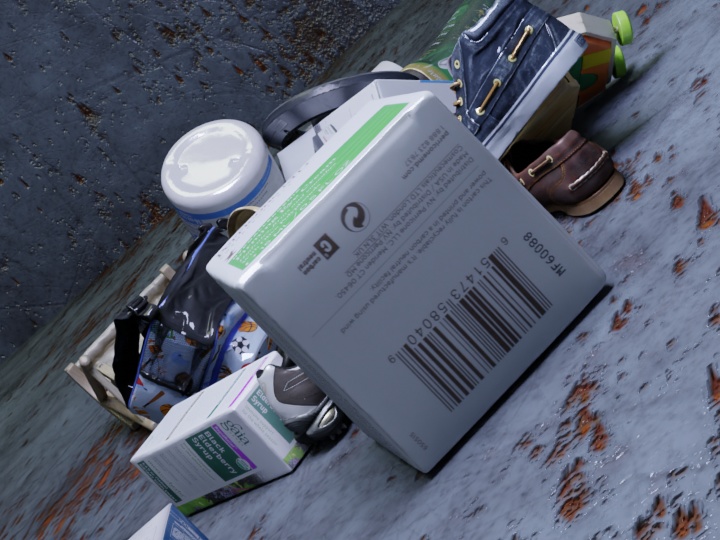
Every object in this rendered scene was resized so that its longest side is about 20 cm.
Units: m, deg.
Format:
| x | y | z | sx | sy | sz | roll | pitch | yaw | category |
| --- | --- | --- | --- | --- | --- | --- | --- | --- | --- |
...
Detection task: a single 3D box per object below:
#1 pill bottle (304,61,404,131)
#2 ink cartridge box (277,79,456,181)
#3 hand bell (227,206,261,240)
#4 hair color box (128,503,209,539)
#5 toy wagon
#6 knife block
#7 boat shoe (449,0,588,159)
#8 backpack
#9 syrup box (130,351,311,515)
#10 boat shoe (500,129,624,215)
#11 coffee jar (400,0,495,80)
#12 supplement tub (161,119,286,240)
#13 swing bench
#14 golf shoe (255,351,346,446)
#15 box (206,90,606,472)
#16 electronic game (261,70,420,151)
| x | y | z | sx | sy | sz | roll | pitch | yaw | category |
| --- | --- | --- | --- | --- | --- | --- | --- | --- | --- |
| -0.003 | -0.179 | 2.061 | 0.200 | 0.116 | 0.116 | -47 | 12 | -14 | pill bottle |
| 0.023 | -0.141 | 1.774 | 0.145 | 0.084 | 0.200 | -6 | -17 | -39 | ink cartridge box |
| -0.007 | -0.061 | 1.304 | 0.200 | 0.104 | 0.104 | -39 | 8 | -30 | hand bell |
| -0.176 | 0.276 | 1.227 | 0.100 | 0.061 | 0.200 | -42 | 12 | 10 | hair color box |
| 0.185 | -0.188 | 1.502 | 0.155 | 0.040 | 0.200 | -15 | -21 | 0 | toy wagon |
| 0.110 | -0.112 | 1.425 | 0.175 | 0.064 | 0.200 | -33 | -17 | -9 | knife block |
| 0.103 | -0.147 | 1.332 | 0.200 | 0.091 | 0.071 | -52 | -3 | 19 | boat shoe |
| -0.163 | 0.077 | 1.602 | 0.191 | 0.154 | 0.200 | -60 | -4 | 39 | backpack |
| -0.121 | 0.153 | 1.416 | 0.200 | 0.079 | 0.081 | -29 | 19 | 50 | syrup box |
| 0.159 | -0.087 | 1.335 | 0.070 | 0.070 | 0.200 | -49 | 12 | -16 | boat shoe |
| 0.121 | -0.253 | 1.930 | 0.200 | 0.104 | 0.085 | -49 | 12 | -23 | coffee jar |
| -0.142 | -0.070 | 1.823 | 0.132 | 0.200 | 0.132 | -12 | 49 | 14 | supplement tub |
| -0.258 | 0.094 | 1.966 | 0.199 | 0.130 | 0.200 | -48 | 7 | -15 | swing bench |
| -0.015 | 0.058 | 1.355 | 0.078 | 0.094 | 0.200 | -35 | 13 | 50 | golf shoe |
| 0.028 | 0.003 | 1.142 | 0.199 | 0.200 | 0.171 | -46 | 11 | -7 | box |
| -0.020 | -0.186 | 1.813 | 0.199 | 0.042 | 0.200 | -17 | -13 | -4 | electronic game |
